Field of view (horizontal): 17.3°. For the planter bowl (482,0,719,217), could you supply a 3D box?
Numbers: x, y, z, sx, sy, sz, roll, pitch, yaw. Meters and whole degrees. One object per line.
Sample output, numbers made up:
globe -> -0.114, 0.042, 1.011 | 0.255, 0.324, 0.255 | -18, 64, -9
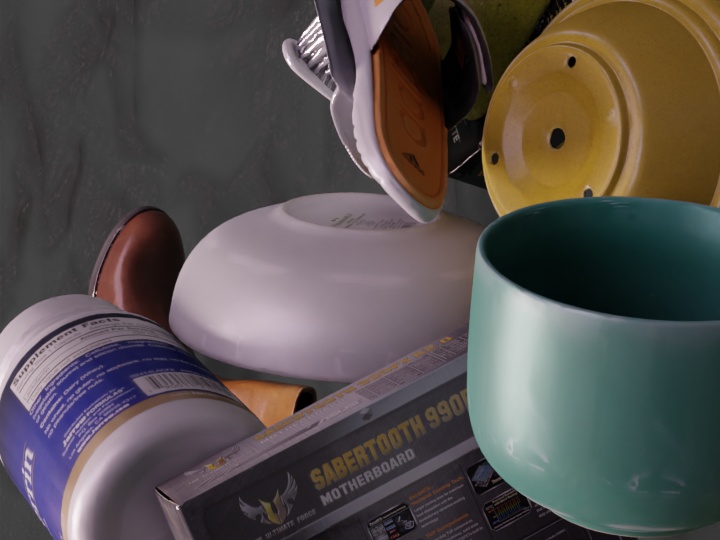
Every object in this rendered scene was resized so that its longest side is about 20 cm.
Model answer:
planter bowl -> 0.120, -0.061, 1.156 | 0.200, 0.083, 0.201 | -6, 81, 46

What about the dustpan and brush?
dustpan and brush -> 0.007, -0.088, 1.263 | 0.057, 0.200, 0.140 | -30, 50, 20

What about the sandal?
sandal -> 0.036, -0.102, 1.172 | 0.059, 0.079, 0.207 | -32, 34, 21

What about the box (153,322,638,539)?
box -> 0.024, 0.130, 1.125 | 0.159, 0.200, 0.048 | 65, 166, -12

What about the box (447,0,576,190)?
box -> 0.092, -0.167, 1.312 | 0.160, 0.049, 0.200 | -39, 51, 36

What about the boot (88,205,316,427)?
boot -> -0.100, 0.063, 1.474 | 0.200, 0.068, 0.189 | 12, 89, 52

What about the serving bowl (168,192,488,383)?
serving bowl -> 0.000, 0.000, 1.246 | 0.200, 0.200, 0.066 | 24, 115, 52

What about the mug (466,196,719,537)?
mug -> 0.137, 0.045, 1.036 | 0.152, 0.185, 0.115 | -123, 33, -64

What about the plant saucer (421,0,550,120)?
plant saucer -> 0.051, -0.217, 1.303 | 0.200, 0.048, 0.200 | -60, 41, 20

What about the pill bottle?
pill bottle -> -0.121, 0.088, 1.208 | 0.200, 0.116, 0.116 | 38, 110, 59
